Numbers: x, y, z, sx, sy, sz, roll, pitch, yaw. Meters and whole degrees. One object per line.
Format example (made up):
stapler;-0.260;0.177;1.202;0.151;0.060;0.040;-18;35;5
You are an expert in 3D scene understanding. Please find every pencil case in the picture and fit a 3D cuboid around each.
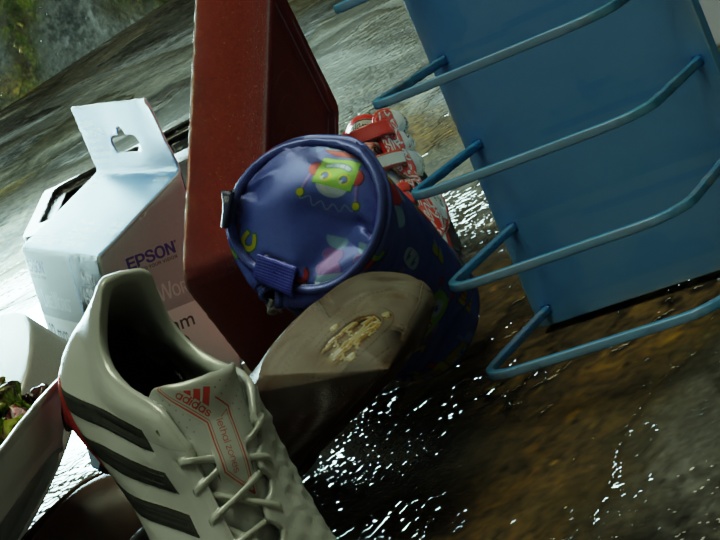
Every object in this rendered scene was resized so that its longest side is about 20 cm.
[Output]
pencil case;0.000;0.000;0.958;0.087;0.078;0.200;-58;-22;-4

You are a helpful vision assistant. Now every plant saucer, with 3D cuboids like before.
plant saucer;-0.046;-0.051;1.043;0.036;0.202;0.200;-5;-23;11

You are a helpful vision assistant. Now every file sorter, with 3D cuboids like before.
file sorter;0.092;-0.067;0.925;0.138;0.201;0.123;-19;10;28

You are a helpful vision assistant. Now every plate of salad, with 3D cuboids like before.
plate of salad;-0.186;0.124;0.850;0.201;0.048;0.200;-59;0;-1

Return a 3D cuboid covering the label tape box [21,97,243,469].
label tape box;-0.128;0.013;1.064;0.066;0.202;0.143;-23;12;-23

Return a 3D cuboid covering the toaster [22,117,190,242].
toaster;-0.125;-0.025;1.345;0.180;0.119;0.200;-27;16;7

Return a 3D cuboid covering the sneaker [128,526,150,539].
sneaker;-0.113;0.172;0.840;0.199;0.072;0.083;-34;-15;-11

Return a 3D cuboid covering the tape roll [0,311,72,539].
tape roll;-0.221;0.116;1.053;0.203;0.037;0.204;-43;27;28

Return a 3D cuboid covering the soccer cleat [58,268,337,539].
soccer cleat;-0.055;0.084;0.775;0.068;0.200;0.086;-19;-35;-34

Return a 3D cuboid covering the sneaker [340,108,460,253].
sneaker;0.013;-0.026;1.132;0.067;0.109;0.202;-24;16;11

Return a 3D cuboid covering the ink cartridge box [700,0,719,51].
ink cartridge box;0.207;-0.174;1.223;0.144;0.085;0.200;-21;1;23

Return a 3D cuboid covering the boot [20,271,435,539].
boot;-0.065;0.082;0.880;0.186;0.064;0.200;-35;-5;-31
